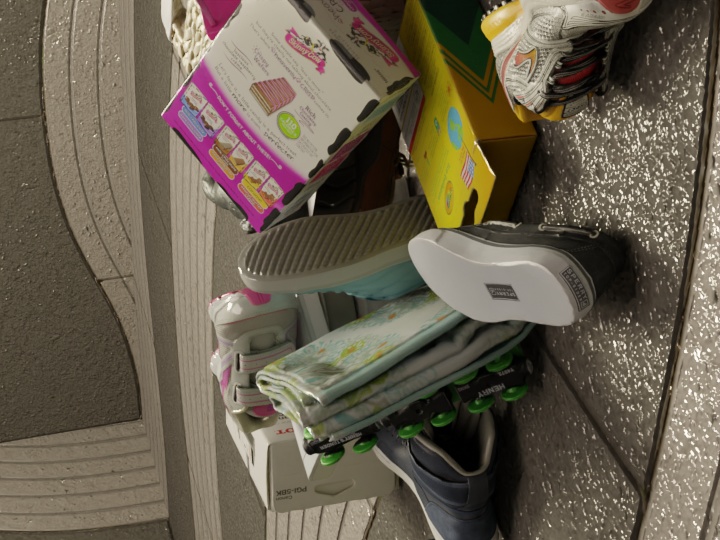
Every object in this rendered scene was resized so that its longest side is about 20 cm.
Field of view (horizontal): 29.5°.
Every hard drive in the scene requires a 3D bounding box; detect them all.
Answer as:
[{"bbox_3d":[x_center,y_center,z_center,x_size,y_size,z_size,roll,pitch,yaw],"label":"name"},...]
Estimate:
[{"bbox_3d":[-0.054,0.077,1.265,0.132,0.027,0.201,111,146,-56],"label":"hard drive"}]

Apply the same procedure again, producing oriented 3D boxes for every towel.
[{"bbox_3d":[0.024,0.061,1.065,0.048,0.199,0.171,67,166,-11],"label":"towel"}]

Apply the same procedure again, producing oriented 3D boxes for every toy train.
[{"bbox_3d":[0.043,0.100,1.070,0.042,0.199,0.056,60,-160,-23],"label":"toy train"}]

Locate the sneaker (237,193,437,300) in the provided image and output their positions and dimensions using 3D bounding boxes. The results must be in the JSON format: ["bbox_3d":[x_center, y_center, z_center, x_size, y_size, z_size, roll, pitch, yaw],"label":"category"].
[{"bbox_3d":[0.000,0.000,1.113,0.074,0.199,0.082,-115,18,-47],"label":"sneaker"}]

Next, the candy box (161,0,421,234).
[{"bbox_3d":[-0.061,-0.141,1.099,0.137,0.061,0.200,50,136,3],"label":"candy box"}]

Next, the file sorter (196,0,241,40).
[{"bbox_3d":[-0.058,-0.301,1.098,0.125,0.199,0.139,59,-164,-68],"label":"file sorter"}]

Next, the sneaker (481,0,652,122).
[{"bbox_3d":[0.131,-0.137,0.826,0.200,0.078,0.083,155,103,-83],"label":"sneaker"}]

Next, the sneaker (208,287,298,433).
[{"bbox_3d":[-0.087,0.079,1.214,0.200,0.081,0.088,98,155,-60],"label":"sneaker"}]

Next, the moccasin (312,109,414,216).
[{"bbox_3d":[0.008,-0.097,1.210,0.078,0.073,0.202,51,-147,-45],"label":"moccasin"}]

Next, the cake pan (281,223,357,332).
[{"bbox_3d":[-0.045,0.051,1.329,0.200,0.037,0.201,171,90,-72],"label":"cake pan"}]

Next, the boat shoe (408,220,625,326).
[{"bbox_3d":[0.105,-0.003,0.939,0.200,0.057,0.069,13,135,60],"label":"boat shoe"}]

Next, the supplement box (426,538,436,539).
[{"bbox_3d":[0.051,0.363,1.230,0.200,0.134,0.201,115,143,-63],"label":"supplement box"}]

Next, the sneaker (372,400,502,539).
[{"bbox_3d":[0.058,0.131,1.170,0.202,0.077,0.147,53,160,42],"label":"sneaker"}]

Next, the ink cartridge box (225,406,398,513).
[{"bbox_3d":[-0.056,0.169,1.492,0.200,0.146,0.083,-132,39,-62],"label":"ink cartridge box"}]

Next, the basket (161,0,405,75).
[{"bbox_3d":[-0.069,-0.232,1.244,0.136,0.199,0.124,115,139,-65],"label":"basket"}]

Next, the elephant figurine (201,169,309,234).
[{"bbox_3d":[-0.080,-0.149,1.421,0.155,0.141,0.201,31,106,40],"label":"elephant figurine"}]

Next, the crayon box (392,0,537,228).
[{"bbox_3d":[0.078,-0.109,1.050,0.127,0.051,0.201,104,154,-53],"label":"crayon box"}]

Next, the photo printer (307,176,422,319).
[{"bbox_3d":[0.007,0.011,1.325,0.166,0.069,0.201,179,83,-73],"label":"photo printer"}]
